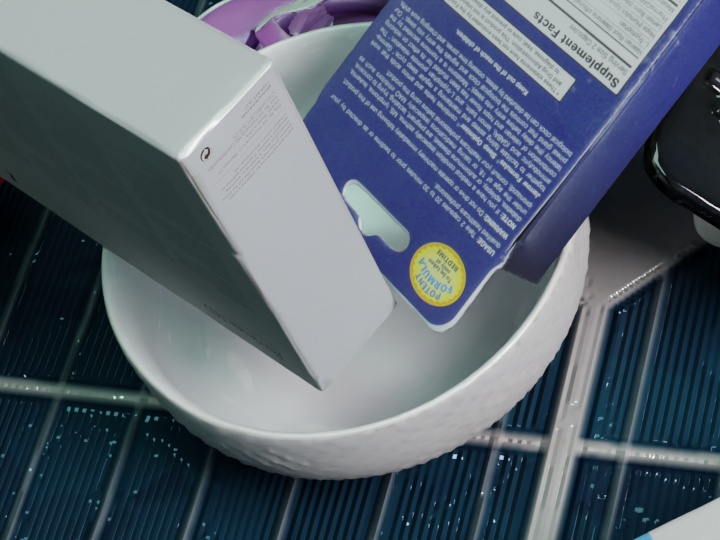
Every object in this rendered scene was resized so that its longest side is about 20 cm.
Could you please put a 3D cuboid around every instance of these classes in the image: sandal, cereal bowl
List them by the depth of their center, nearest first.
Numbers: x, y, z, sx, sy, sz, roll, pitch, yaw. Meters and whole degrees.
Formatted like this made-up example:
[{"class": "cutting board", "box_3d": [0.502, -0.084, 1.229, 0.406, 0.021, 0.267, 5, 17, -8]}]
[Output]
[{"class": "cereal bowl", "box_3d": [0.000, 0.000, 0.861, 0.199, 0.083, 0.201, -9, 56, 14]}, {"class": "sandal", "box_3d": [0.002, -0.102, 0.948, 0.201, 0.050, 0.083, 11, 60, 27]}]

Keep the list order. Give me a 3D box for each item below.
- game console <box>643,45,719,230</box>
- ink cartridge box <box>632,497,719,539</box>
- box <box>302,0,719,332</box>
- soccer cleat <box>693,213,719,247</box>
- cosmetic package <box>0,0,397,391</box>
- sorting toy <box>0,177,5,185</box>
[{"class": "game console", "box_3d": [0.232, -0.070, 0.759, 0.199, 0.116, 0.176, 31, 70, 2]}, {"class": "ink cartridge box", "box_3d": [0.180, 0.120, 0.721, 0.199, 0.067, 0.116, -27, 44, 1]}, {"class": "box", "box_3d": [0.063, -0.084, 0.794, 0.200, 0.032, 0.121, -52, 53, 11]}, {"class": "soccer cleat", "box_3d": [0.216, -0.074, 0.848, 0.200, 0.069, 0.078, -41, 57, -14]}, {"class": "cosmetic package", "box_3d": [-0.091, -0.054, 0.784, 0.199, 0.151, 0.052, 32, 70, 33]}, {"class": "sorting toy", "box_3d": [-0.254, -0.064, 0.968, 0.198, 0.070, 0.200, 9, 39, 22]}]
